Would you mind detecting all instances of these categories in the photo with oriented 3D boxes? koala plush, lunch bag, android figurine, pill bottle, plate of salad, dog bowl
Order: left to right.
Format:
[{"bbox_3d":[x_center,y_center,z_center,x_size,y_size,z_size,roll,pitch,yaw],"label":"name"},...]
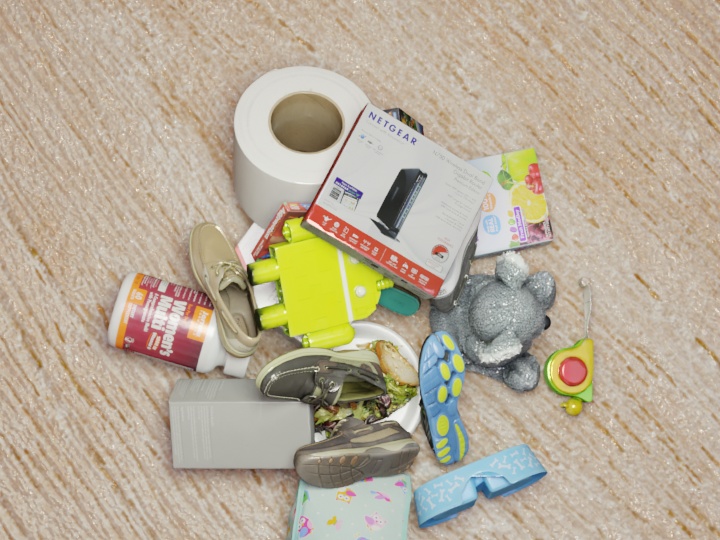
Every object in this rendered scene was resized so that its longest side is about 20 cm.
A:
[{"bbox_3d":[-0.247,0.080,1.575,0.197,0.110,0.111,17,81,-5],"label":"pill bottle"},{"bbox_3d":[-0.050,0.015,1.494,0.197,0.041,0.185,-11,101,-18],"label":"android figurine"},{"bbox_3d":[-0.018,0.357,1.547,0.168,0.123,0.202,11,52,-2],"label":"lunch bag"},{"bbox_3d":[-0.002,0.173,1.612,0.197,0.048,0.203,1,83,-4],"label":"plate of salad"},{"bbox_3d":[0.165,0.302,1.579,0.198,0.112,0.050,-20,70,-6],"label":"dog bowl"},{"bbox_3d":[0.193,0.068,1.563,0.181,0.200,0.180,13,82,-2],"label":"koala plush"}]

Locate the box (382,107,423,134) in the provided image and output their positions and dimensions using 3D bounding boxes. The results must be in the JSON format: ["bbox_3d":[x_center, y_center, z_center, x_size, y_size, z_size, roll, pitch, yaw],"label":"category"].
[{"bbox_3d":[0.064,-0.114,1.564,0.037,0.136,0.203,-7,85,16],"label":"box"}]

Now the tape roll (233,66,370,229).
[{"bbox_3d":[-0.081,-0.166,1.575,0.200,0.140,0.205,3,60,-6],"label":"tape roll"}]

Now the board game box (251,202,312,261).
[{"bbox_3d":[-0.048,-0.054,1.555,0.198,0.103,0.020,-3,50,-41],"label":"board game box"}]

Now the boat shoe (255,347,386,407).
[{"bbox_3d":[-0.045,0.147,1.487,0.199,0.072,0.066,-1,42,-40],"label":"boat shoe"}]

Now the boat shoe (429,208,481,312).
[{"bbox_3d":[0.134,-0.025,1.570,0.069,0.067,0.201,-4,44,22],"label":"boat shoe"}]

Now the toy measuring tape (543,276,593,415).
[{"bbox_3d":[0.303,0.110,1.632,0.072,0.074,0.203,2,82,-4],"label":"toy measuring tape"}]

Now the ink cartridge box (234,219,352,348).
[{"bbox_3d":[-0.100,0.030,1.613,0.199,0.068,0.117,36,78,2],"label":"ink cartridge box"}]

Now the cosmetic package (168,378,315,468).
[{"bbox_3d":[-0.162,0.212,1.552,0.197,0.090,0.108,1,108,-1],"label":"cosmetic package"}]

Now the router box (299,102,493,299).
[{"bbox_3d":[0.048,-0.089,1.462,0.198,0.049,0.181,29,78,-9],"label":"router box"}]

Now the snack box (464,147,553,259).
[{"bbox_3d":[0.175,-0.091,1.656,0.197,0.053,0.144,-11,82,-3],"label":"snack box"}]

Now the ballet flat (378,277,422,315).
[{"bbox_3d":[0.000,0.000,1.577,0.198,0.068,0.068,29,38,-19],"label":"ballet flat"}]

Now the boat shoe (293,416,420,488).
[{"bbox_3d":[-0.012,0.246,1.537,0.198,0.075,0.074,2,40,-37],"label":"boat shoe"}]

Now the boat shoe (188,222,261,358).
[{"bbox_3d":[-0.180,0.017,1.525,0.071,0.065,0.202,-10,70,-28],"label":"boat shoe"}]

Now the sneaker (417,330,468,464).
[{"bbox_3d":[0.107,0.177,1.571,0.070,0.083,0.202,-17,117,-18],"label":"sneaker"}]
